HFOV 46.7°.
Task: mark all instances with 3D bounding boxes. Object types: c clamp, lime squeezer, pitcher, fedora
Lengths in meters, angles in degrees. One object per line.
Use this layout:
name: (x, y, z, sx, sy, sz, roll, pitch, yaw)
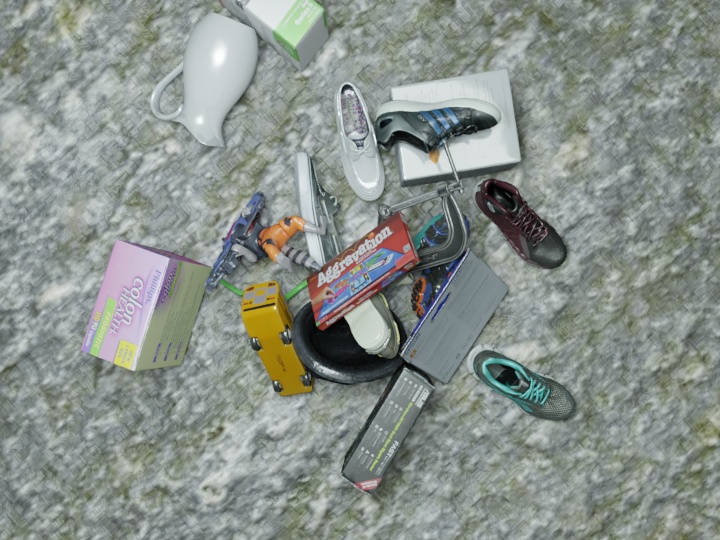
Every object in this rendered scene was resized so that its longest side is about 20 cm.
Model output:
c clamp: (0.095, -0.088, 1.321, 0.198, 0.027, 0.174, -24, 89, 39)
lime squeezer: (-0.167, 0.035, 1.426, 0.195, 0.038, 0.073, 2, 89, 2)
pitcher: (-0.266, -0.330, 1.405, 0.169, 0.121, 0.204, 24, 101, 17)
fedora: (-0.022, 0.130, 1.373, 0.196, 0.093, 0.203, 9, 45, -9)

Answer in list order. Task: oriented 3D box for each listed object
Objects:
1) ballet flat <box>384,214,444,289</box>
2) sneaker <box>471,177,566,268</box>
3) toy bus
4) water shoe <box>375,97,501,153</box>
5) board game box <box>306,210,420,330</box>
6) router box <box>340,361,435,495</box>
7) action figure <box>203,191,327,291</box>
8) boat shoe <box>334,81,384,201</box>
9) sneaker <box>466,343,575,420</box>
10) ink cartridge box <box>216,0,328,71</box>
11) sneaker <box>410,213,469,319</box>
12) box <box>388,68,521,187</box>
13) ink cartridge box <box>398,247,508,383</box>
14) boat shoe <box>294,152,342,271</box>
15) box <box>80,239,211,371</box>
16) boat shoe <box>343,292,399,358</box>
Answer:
ballet flat: (0.086, -0.013, 1.411, 0.199, 0.068, 0.064, -39, 118, 3)
sneaker: (0.266, -0.078, 1.379, 0.199, 0.116, 0.076, 41, 90, 2)
toy bus: (-0.133, 0.118, 1.369, 0.064, 0.079, 0.202, -12, 132, 9)
water shoe: (0.120, -0.217, 1.297, 0.195, 0.072, 0.081, 1, 72, 11)
board game box: (0.000, 0.000, 1.318, 0.198, 0.019, 0.104, -36, 45, 20)
router box: (0.044, 0.251, 1.360, 0.061, 0.150, 0.202, 31, 90, 2)
action figure: (-0.165, -0.026, 1.371, 0.191, 0.105, 0.202, 6, 57, 41)
boat shoe: (-0.002, -0.220, 1.411, 0.070, 0.069, 0.205, -8, 88, 1)
sneaker: (0.269, 0.194, 1.385, 0.197, 0.091, 0.079, 26, 90, 2)
ink cartridge box: (-0.154, -0.440, 1.381, 0.199, 0.146, 0.084, 40, 90, 1)
sneaker: (0.139, -0.010, 1.373, 0.075, 0.078, 0.203, 40, 131, 31)
box: (0.153, -0.234, 1.389, 0.195, 0.106, 0.156, -8, 89, 1)
ink cartridge box: (0.144, 0.071, 1.345, 0.040, 0.200, 0.202, 33, 88, 33)
boat shoe: (-0.068, -0.102, 1.418, 0.069, 0.072, 0.205, -11, 98, -8)
box: (-0.339, 0.058, 1.344, 0.095, 0.200, 0.180, 18, 90, 9)
boat shoe: (0.008, 0.061, 1.337, 0.072, 0.203, 0.060, -40, 132, 14)
